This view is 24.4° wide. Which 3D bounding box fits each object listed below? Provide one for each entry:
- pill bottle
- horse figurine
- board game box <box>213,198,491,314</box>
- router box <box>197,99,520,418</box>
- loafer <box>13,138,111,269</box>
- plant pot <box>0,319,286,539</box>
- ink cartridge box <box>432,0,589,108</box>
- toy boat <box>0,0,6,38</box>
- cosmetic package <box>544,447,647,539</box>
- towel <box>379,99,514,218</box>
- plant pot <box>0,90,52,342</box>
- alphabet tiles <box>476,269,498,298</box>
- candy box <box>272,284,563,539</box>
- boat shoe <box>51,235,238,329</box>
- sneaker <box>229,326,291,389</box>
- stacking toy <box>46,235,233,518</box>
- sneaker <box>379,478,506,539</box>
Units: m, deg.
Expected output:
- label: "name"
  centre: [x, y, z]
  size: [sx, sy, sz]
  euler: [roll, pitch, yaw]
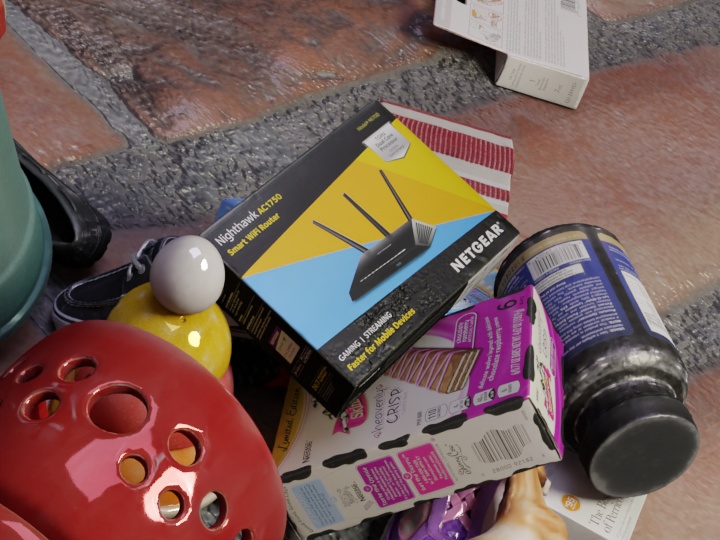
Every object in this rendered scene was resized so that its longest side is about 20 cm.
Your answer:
- label: "pill bottle"
  centre: [0.178, 0.066, 1.245]
  size: [0.111, 0.112, 0.201]
  euler: [5, 40, -21]
- label: "horse figurine"
  centre: [0.098, 0.210, 1.111]
  size: [0.200, 0.050, 0.134]
  euler: [-35, 107, -45]
- label: "board game box"
  centre: [0.000, 0.000, 1.333]
  size: [0.199, 0.037, 0.151]
  euler: [34, 21, 31]
- label: "router box"
  centre: [-0.003, -0.013, 1.164]
  size: [0.149, 0.051, 0.200]
  euler: [42, 52, 9]
- label: "loafer"
  centre: [-0.284, -0.071, 1.302]
  size: [0.200, 0.068, 0.070]
  euler: [33, -1, 12]
- label: "plant pot"
  centre: [-0.169, 0.160, 0.980]
  size: [0.199, 0.201, 0.183]
  euler: [30, 45, 12]
- label: "ink cartridge box"
  centre: [0.158, -0.267, 1.795]
  size: [0.175, 0.045, 0.201]
  euler: [18, 36, -6]
- label: "toy boat"
  centre: [-0.411, -0.229, 1.430]
  size: [0.198, 0.131, 0.132]
  euler: [22, 65, 1]
- label: "cosmetic package"
  centre: [0.185, 0.149, 1.282]
  size: [0.082, 0.051, 0.200]
  euler: [26, 36, 8]
- label: "towel"
  centre: [0.070, -0.086, 1.546]
  size: [0.143, 0.023, 0.201]
  euler: [17, 35, -2]
- label: "plant pot"
  centre: [-0.315, -0.066, 1.139]
  size: [0.198, 0.197, 0.202]
  euler: [4, 55, -5]
- label: "alphabet tiles"
  centre: [0.117, 0.054, 1.359]
  size: [0.199, 0.006, 0.166]
  euler: [-22, 41, -34]
- label: "candy box"
  centre: [0.040, 0.098, 1.162]
  size: [0.199, 0.061, 0.137]
  euler: [-21, 27, 19]
- label: "boat shoe"
  centre: [-0.141, 0.006, 1.222]
  size: [0.198, 0.068, 0.072]
  euler: [-5, 38, 19]
- label: "sneaker"
  centre: [-0.043, 0.049, 1.279]
  size: [0.198, 0.071, 0.094]
  euler: [10, 43, -10]
- label: "stacking toy"
  centre: [-0.133, 0.054, 1.120]
  size: [0.145, 0.201, 0.147]
  euler: [13, 36, -10]
- label: "sneaker"
  centre: [0.070, 0.159, 1.183]
  size: [0.080, 0.089, 0.201]
  euler: [22, 38, 0]
